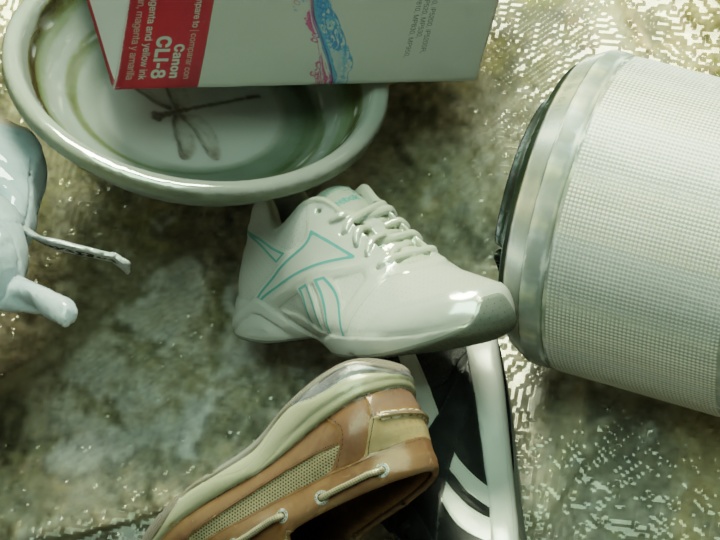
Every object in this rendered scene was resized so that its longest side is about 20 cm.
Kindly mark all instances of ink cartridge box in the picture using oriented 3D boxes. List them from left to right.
[{"bbox_3d":[-0.034,-0.191,1.496,0.199,0.145,0.146,-2,42,-17],"label":"ink cartridge box"}]

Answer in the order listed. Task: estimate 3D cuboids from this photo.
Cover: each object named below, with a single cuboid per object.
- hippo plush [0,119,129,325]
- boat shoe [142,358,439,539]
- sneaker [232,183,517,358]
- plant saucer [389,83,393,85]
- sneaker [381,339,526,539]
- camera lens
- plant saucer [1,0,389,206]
[{"bbox_3d":[-0.227,0.012,1.471,0.199,0.161,0.159,29,24,6],"label":"hippo plush"},{"bbox_3d":[-0.040,0.126,1.402,0.200,0.076,0.072,-46,60,27],"label":"boat shoe"},{"bbox_3d":[0.000,0.000,1.450,0.200,0.070,0.081,7,100,51],"label":"sneaker"},{"bbox_3d":[-0.084,-0.175,1.636,0.199,0.049,0.201,-15,59,1],"label":"plant saucer"},{"bbox_3d":[0.025,0.126,1.440,0.111,0.073,0.201,-10,51,7],"label":"sneaker"},{"bbox_3d":[0.175,-0.011,1.437,0.199,0.160,0.161,16,64,17],"label":"camera lens"},{"bbox_3d":[-0.086,-0.089,1.520,0.199,0.050,0.201,6,42,-6],"label":"plant saucer"}]
